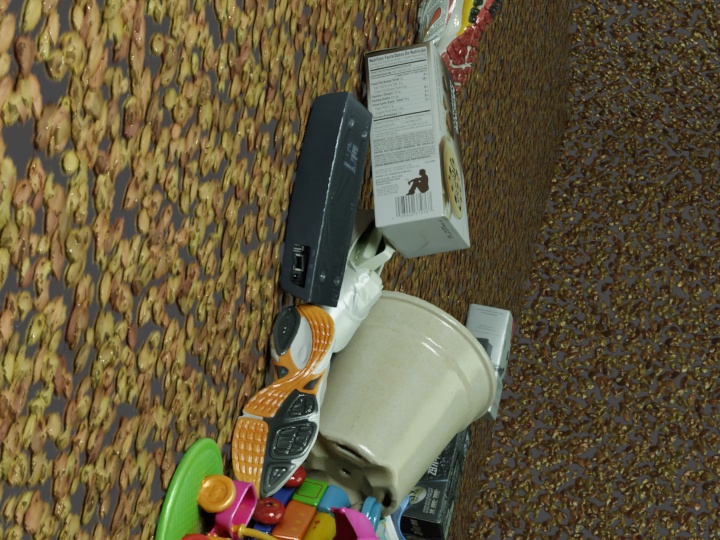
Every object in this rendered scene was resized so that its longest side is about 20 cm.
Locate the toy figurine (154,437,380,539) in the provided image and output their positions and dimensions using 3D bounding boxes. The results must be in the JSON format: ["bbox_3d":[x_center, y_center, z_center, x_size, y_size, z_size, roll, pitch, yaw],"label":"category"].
[{"bbox_3d":[-0.068,0.250,1.169,0.151,0.182,0.201,84,21,-53],"label":"toy figurine"}]

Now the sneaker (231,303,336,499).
[{"bbox_3d":[-0.066,0.135,1.355,0.092,0.075,0.201,91,15,-53],"label":"sneaker"}]

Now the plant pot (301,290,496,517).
[{"bbox_3d":[0.020,0.158,1.553,0.184,0.199,0.201,-55,155,-38],"label":"plant pot"}]

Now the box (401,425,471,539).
[{"bbox_3d":[0.113,0.322,2.303,0.164,0.085,0.202,73,30,-65],"label":"box"}]

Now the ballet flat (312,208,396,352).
[{"bbox_3d":[0.000,0.000,1.539,0.070,0.069,0.201,88,15,-44],"label":"ballet flat"}]

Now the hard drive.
[{"bbox_3d":[-0.033,-0.068,1.404,0.135,0.042,0.202,19,82,-78],"label":"hard drive"}]

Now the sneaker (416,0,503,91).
[{"bbox_3d":[0.104,-0.292,1.781,0.201,0.082,0.078,-62,148,-2],"label":"sneaker"}]

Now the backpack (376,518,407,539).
[{"bbox_3d":[-0.021,0.367,1.577,0.176,0.152,0.202,47,61,-82],"label":"backpack"}]

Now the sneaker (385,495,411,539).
[{"bbox_3d":[0.016,0.257,1.716,0.074,0.081,0.202,99,-19,-82],"label":"sneaker"}]

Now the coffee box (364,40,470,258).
[{"bbox_3d":[0.061,-0.129,1.546,0.113,0.079,0.202,44,40,-65],"label":"coffee box"}]

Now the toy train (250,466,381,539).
[{"bbox_3d":[-0.055,0.274,1.408,0.200,0.115,0.085,-56,153,-63],"label":"toy train"}]

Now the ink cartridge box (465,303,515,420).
[{"bbox_3d":[0.236,0.180,2.762,0.145,0.083,0.202,51,50,-74],"label":"ink cartridge box"}]
